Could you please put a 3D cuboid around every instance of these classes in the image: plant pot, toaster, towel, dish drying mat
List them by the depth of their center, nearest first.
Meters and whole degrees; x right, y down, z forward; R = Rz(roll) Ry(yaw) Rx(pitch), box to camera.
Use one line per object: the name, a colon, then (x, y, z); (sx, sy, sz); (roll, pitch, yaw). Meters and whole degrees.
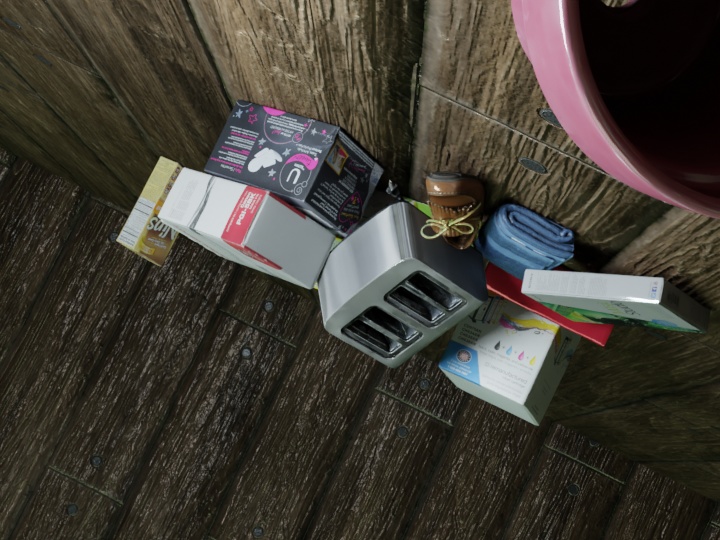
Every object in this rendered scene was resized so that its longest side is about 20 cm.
plant pot: (0.160, -0.138, 0.543); (0.198, 0.202, 0.179); (28, -173, -15)
towel: (0.210, -0.033, 1.458); (0.111, 0.049, 0.200); (27, 172, 1)
toaster: (0.050, 0.015, 1.487); (0.199, 0.180, 0.120); (32, -147, -34)
dish drying mat: (0.270, 0.029, 1.570); (0.198, 0.078, 0.018); (26, -173, 3)

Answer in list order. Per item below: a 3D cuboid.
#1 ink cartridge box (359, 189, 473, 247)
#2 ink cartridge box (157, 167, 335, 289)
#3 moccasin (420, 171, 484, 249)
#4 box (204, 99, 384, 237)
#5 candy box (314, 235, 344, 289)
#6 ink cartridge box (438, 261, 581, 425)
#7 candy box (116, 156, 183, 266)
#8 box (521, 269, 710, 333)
ink cartridge box: (0.071, -0.024, 1.627); (0.199, 0.076, 0.149); (20, 134, 41)
ink cartridge box: (-0.155, -0.059, 1.504); (0.199, 0.084, 0.146); (18, 170, 44)
moccasin: (0.114, -0.071, 1.375); (0.072, 0.079, 0.201); (7, 169, 7)
box: (-0.092, -0.137, 1.528); (0.198, 0.116, 0.132); (21, 170, 37)
candy box: (0.000, 0.000, 1.603); (0.197, 0.027, 0.103); (19, 130, -2)
ink cartridge box: (0.234, 0.098, 1.663); (0.146, 0.202, 0.145); (22, 169, 25)
candy box: (-0.419, -0.123, 2.339); (0.055, 0.202, 0.115); (22, 172, 28)
box: (0.325, 0.039, 1.424); (0.198, 0.037, 0.144); (6, 166, 43)
